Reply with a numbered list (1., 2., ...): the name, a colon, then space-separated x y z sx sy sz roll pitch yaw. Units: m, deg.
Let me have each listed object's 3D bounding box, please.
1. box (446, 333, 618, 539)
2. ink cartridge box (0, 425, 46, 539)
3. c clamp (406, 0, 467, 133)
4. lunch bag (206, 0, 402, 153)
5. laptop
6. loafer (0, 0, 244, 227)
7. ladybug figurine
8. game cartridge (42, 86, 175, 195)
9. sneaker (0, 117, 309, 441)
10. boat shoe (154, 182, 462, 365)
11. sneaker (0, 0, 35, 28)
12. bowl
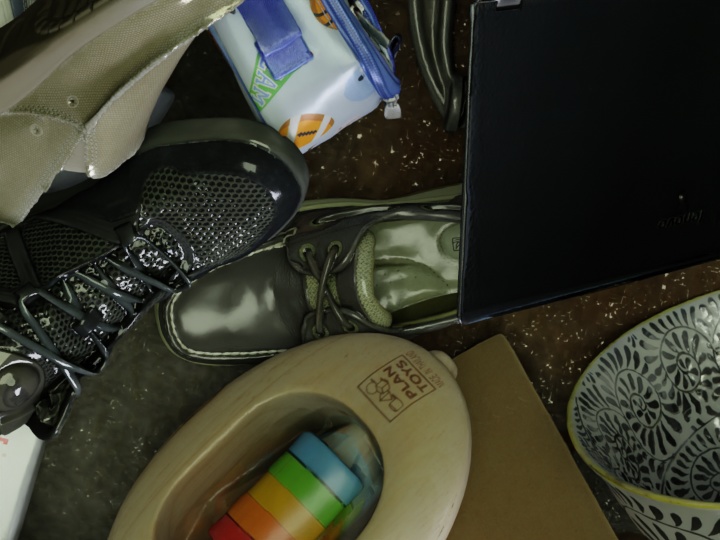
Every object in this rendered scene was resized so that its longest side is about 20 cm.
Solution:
1. box: 0.016 0.142 0.988 0.199 0.021 0.164 -28 61 0
2. ink cartridge box: -0.234 0.127 0.986 0.144 0.083 0.202 17 96 -5
3. c clamp: 0.114 -0.096 1.007 0.198 0.027 0.172 11 95 -4
4. lunch bag: -0.050 -0.143 0.926 0.075 0.160 0.201 -32 97 3
5. laptop: 0.072 -0.102 0.928 0.200 0.186 0.116 52 130 24
6. loafer: -0.103 -0.082 0.853 0.199 0.076 0.068 -29 121 33
7. ladybug figurine: -0.027 0.114 0.960 0.200 0.072 0.136 -41 60 -5
8. game cartridge: -0.203 -0.078 0.989 0.199 0.041 0.134 31 98 -6
9. sneaker: -0.108 0.010 0.895 0.198 0.115 0.076 -19 131 27
10. boat shoe: 0.001 0.001 0.993 0.199 0.066 0.072 -12 98 -2
11. sneaker: -0.149 -0.161 0.944 0.085 0.077 0.202 -7 79 -26
12. bowl: 0.198 0.089 0.965 0.199 0.201 0.095 -15 115 -1
